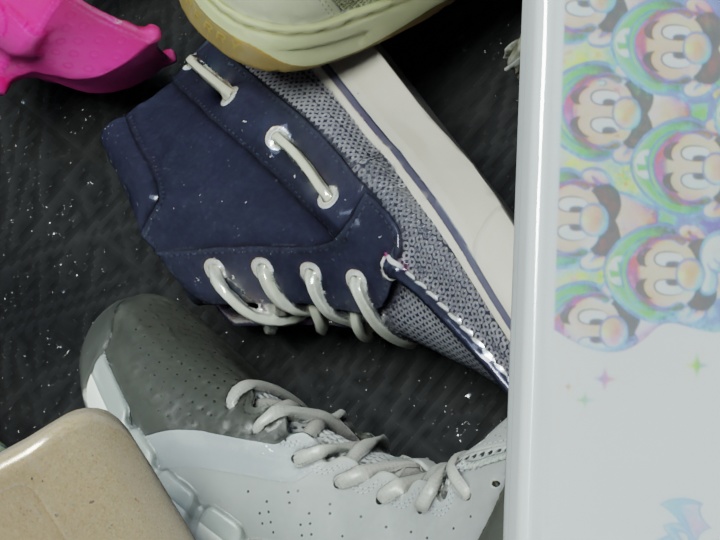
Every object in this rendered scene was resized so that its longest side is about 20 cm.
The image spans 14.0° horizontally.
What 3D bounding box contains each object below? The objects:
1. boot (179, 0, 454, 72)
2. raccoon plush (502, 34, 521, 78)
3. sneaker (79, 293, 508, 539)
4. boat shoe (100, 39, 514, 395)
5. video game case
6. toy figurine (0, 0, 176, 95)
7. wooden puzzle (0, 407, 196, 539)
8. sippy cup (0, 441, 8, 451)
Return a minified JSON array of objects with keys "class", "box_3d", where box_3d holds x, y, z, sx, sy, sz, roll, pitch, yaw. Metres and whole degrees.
[{"class":"boot","box_3d":[0.041,-0.154,0.845,0.200,0.155,0.072,-31,64,-32]},{"class":"raccoon plush","box_3d":[0.120,-0.023,0.831,0.134,0.097,0.201,-18,63,18]},{"class":"sneaker","box_3d":[0.013,0.054,0.814,0.200,0.075,0.116,49,119,20]},{"class":"boat shoe","box_3d":[0.000,0.000,0.872,0.093,0.075,0.200,-39,53,4]},{"class":"video game case","box_3d":[0.129,-0.001,0.760,0.181,0.024,0.201,3,88,-11]},{"class":"toy figurine","box_3d":[-0.076,-0.146,0.909,0.150,0.184,0.200,30,37,19]},{"class":"wooden puzzle","box_3d":[-0.113,0.153,0.799,0.200,0.186,0.046,-29,19,0]},{"class":"sippy cup","box_3d":[-0.169,0.070,0.861,0.130,0.178,0.140,29,45,15]}]
